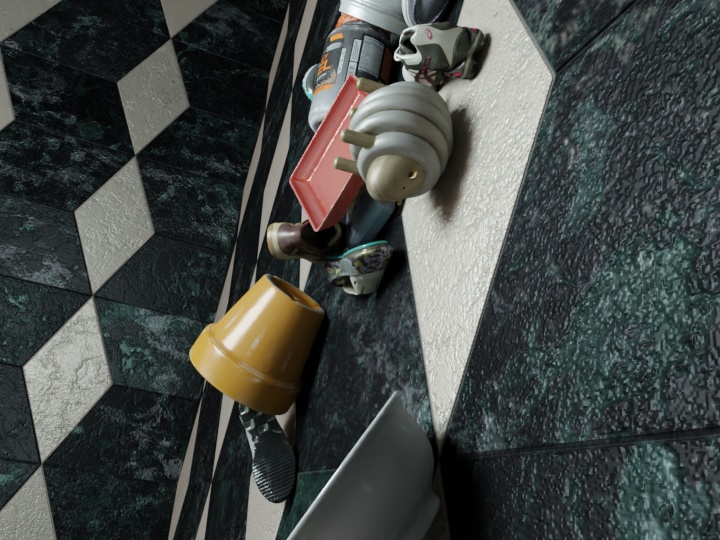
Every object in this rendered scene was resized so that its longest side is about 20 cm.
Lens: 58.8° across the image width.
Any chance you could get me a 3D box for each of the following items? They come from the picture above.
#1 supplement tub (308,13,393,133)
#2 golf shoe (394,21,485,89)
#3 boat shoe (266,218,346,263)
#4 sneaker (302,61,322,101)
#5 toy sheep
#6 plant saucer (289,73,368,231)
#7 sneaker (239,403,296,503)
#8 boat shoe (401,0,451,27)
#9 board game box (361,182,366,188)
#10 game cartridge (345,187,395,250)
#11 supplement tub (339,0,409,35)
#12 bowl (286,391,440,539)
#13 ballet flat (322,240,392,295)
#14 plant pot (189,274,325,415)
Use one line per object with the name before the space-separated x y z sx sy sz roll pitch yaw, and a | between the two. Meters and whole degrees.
supplement tub | -0.012 -0.326 1.088 0.122 0.122 0.201 155 129 -68
golf shoe | 0.083 -0.283 0.822 0.200 0.088 0.077 -154 78 -74
boat shoe | -0.058 -0.052 0.979 0.072 0.200 0.072 -11 86 29
sneaker | -0.032 -0.385 1.200 0.091 0.078 0.200 -25 24 53
toy sheep | 0.046 -0.161 0.761 0.138 0.138 0.200 133 155 -56
plant saucer | -0.025 -0.174 0.945 0.200 0.037 0.200 -57 31 17
sneaker | -0.150 0.312 1.089 0.089 0.074 0.200 81 168 -46
boat shoe | 0.115 -0.406 0.847 0.093 0.074 0.200 -109 31 -50
board game box | 0.025 -0.171 0.915 0.200 0.019 0.103 -1 70 59
game cartridge | 0.018 -0.142 0.991 0.133 0.040 0.200 -51 30 45
supplement tub | 0.058 -0.464 0.949 0.145 0.145 0.200 -112 41 -63
bowl | 0.008 0.215 0.570 0.201 0.090 0.201 -53 -9 -12
ballet flat | 0.000 0.000 0.901 0.200 0.072 0.072 170 114 -71
plant pot | -0.161 0.115 1.106 0.184 0.200 0.200 -57 20 4
